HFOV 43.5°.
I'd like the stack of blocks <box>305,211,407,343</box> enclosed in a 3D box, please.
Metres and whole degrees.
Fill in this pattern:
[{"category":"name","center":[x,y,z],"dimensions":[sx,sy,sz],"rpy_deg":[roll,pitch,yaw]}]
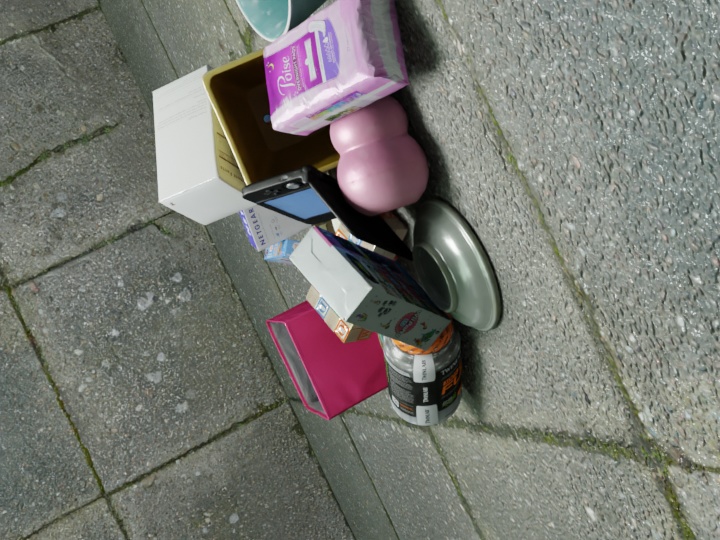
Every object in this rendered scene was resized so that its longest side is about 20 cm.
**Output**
[{"category":"stack of blocks","center":[0.000,0.000,1.432],"dimensions":[0.115,0.058,0.201],"rpy_deg":[46,124,34]}]

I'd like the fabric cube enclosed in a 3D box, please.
[{"category":"fabric cube","center":[-0.038,0.139,1.706],"dimensions":[0.198,0.198,0.200],"rpy_deg":[64,164,-6]}]

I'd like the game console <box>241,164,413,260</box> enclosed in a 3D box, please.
[{"category":"game console","center":[-0.044,-0.065,1.277],"dimensions":[0.200,0.174,0.118],"rpy_deg":[20,-120,-61]}]

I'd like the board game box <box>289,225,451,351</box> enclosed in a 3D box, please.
[{"category":"board game box","center":[0.016,0.026,1.254],"dimensions":[0.199,0.064,0.148],"rpy_deg":[24,-161,-51]}]

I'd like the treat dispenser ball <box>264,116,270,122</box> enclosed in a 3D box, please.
[{"category":"treat dispenser ball","center":[-0.237,-0.257,1.724],"dimensions":[0.202,0.199,0.202],"rpy_deg":[55,162,27]}]

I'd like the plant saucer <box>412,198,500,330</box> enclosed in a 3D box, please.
[{"category":"plant saucer","center":[0.119,0.001,1.253],"dimensions":[0.201,0.050,0.201],"rpy_deg":[57,163,27]}]

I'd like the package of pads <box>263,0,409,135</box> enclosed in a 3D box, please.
[{"category":"package of pads","center":[-0.034,-0.256,1.115],"dimensions":[0.199,0.075,0.122],"rpy_deg":[-17,77,44]}]

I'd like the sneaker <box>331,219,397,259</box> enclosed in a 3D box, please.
[{"category":"sneaker","center":[0.021,-0.041,1.503],"dimensions":[0.093,0.070,0.202],"rpy_deg":[-7,107,54]}]

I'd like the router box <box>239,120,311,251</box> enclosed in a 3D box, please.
[{"category":"router box","center":[-0.141,-0.162,1.603],"dimensions":[0.049,0.178,0.202],"rpy_deg":[38,151,58]}]

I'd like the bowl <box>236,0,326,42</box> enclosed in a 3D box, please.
[{"category":"bowl","center":[-0.099,-0.416,1.184],"dimensions":[0.201,0.104,0.202],"rpy_deg":[49,154,34]}]

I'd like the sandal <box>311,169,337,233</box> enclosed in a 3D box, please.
[{"category":"sandal","center":[-0.057,-0.151,1.585],"dimensions":[0.081,0.054,0.202],"rpy_deg":[14,115,49]}]

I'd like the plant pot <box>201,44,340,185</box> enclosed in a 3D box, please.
[{"category":"plant pot","center":[-0.109,-0.244,1.378],"dimensions":[0.200,0.194,0.196],"rpy_deg":[-112,-1,-77]}]

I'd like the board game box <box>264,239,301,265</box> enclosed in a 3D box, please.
[{"category":"board game box","center":[-0.092,-0.027,1.727],"dimensions":[0.200,0.149,0.037],"rpy_deg":[173,105,-73]}]

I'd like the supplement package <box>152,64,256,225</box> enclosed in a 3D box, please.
[{"category":"supplement package","center":[-0.244,-0.195,1.424],"dimensions":[0.117,0.116,0.202],"rpy_deg":[30,-133,-57]}]

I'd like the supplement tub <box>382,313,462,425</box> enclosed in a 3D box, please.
[{"category":"supplement tub","center":[0.098,0.141,1.406],"dimensions":[0.123,0.122,0.201],"rpy_deg":[52,161,37]}]

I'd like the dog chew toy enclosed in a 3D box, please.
[{"category":"dog chew toy","center":[0.015,-0.177,1.196],"dimensions":[0.124,0.123,0.202],"rpy_deg":[170,83,-74]}]

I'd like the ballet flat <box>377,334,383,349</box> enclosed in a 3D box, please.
[{"category":"ballet flat","center":[0.079,0.142,1.602],"dimensions":[0.202,0.067,0.072],"rpy_deg":[62,-179,-9]}]
